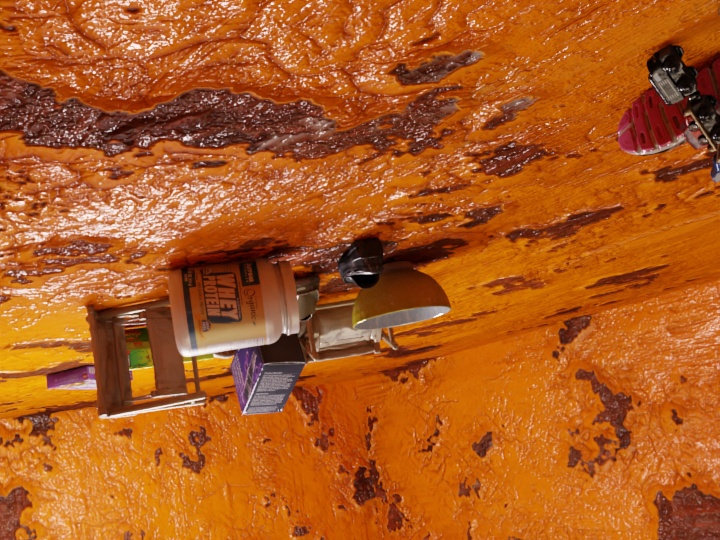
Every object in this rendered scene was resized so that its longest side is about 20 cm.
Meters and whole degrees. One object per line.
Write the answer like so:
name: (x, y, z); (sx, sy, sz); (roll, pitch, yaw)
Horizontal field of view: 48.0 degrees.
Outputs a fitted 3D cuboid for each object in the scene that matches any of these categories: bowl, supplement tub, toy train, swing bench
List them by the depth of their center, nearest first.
toy train: (0.362, -0.151, 0.853); (0.046, 0.034, 0.200); (-25, 118, 42)
supplement tub: (-0.208, 0.057, 1.330); (0.198, 0.146, 0.145); (-9, 168, -11)
swing bench: (-0.401, 0.163, 1.519); (0.198, 0.201, 0.130); (-7, 168, -13)
bowl: (0.072, 0.044, 1.595); (0.198, 0.109, 0.200); (-11, 168, -2)
swing bench: (-0.038, 0.137, 1.863); (0.197, 0.131, 0.200); (-8, 173, -14)

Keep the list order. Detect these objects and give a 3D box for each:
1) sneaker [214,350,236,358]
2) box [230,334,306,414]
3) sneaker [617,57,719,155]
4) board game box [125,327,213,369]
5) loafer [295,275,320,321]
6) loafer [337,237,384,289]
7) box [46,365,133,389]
sneaker: (-0.337, 0.183, 1.965); (0.087, 0.076, 0.199); (-18, 165, 31)
box: (-0.216, 0.215, 1.867); (0.103, 0.149, 0.201); (1, 135, -26)
sneaker: (0.388, -0.181, 0.912); (0.087, 0.074, 0.199); (7, 154, -38)
board game box: (-0.422, 0.159, 1.729); (0.198, 0.048, 0.102); (-6, -157, -20)
loafer: (-0.110, 0.058, 1.596); (0.074, 0.070, 0.200); (-10, 168, -2)
loafer: (0.000, 0.000, 1.422); (0.067, 0.071, 0.201); (-7, 168, -12)
box: (-0.741, 0.296, 2.224); (0.136, 0.039, 0.200); (-14, 168, 18)
